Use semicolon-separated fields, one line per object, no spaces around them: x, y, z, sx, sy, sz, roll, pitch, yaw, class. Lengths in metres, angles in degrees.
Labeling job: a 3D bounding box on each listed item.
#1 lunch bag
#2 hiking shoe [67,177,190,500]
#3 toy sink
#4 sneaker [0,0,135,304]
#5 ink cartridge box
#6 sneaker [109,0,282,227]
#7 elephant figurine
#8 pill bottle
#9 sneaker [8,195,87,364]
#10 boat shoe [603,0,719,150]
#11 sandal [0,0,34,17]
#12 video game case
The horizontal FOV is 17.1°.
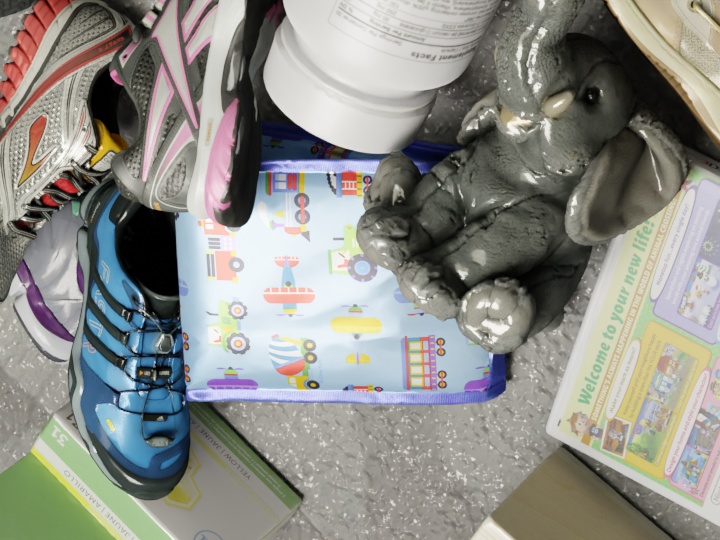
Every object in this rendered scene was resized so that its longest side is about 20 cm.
0.000;0.000;1.396;0.199;0.094;0.151;5;111;19;lunch bag
-0.135;0.037;1.442;0.087;0.074;0.201;159;105;-66;hiking shoe
0.097;0.230;1.414;0.130;0.112;0.200;41;126;10;toy sink
-0.188;-0.068;1.439;0.082;0.078;0.201;23;91;12;sneaker
-0.148;0.149;1.471;0.146;0.200;0.048;44;129;7;ink cartridge box
-0.098;-0.127;1.339;0.086;0.080;0.201;4;74;12;sneaker
0.102;-0.063;1.264;0.141;0.155;0.200;35;105;-5;elephant figurine
0.025;-0.169;1.281;0.113;0.113;0.200;36;125;13;pill bottle
-0.205;-0.044;1.518;0.087;0.074;0.200;-31;96;14;sneaker
0.176;-0.126;1.239;0.065;0.072;0.200;-39;93;8;boat shoe
-0.175;-0.226;1.415;0.200;0.075;0.048;-47;59;29;sandal
0.210;0.049;1.323;0.182;0.022;0.201;28;123;18;video game case
